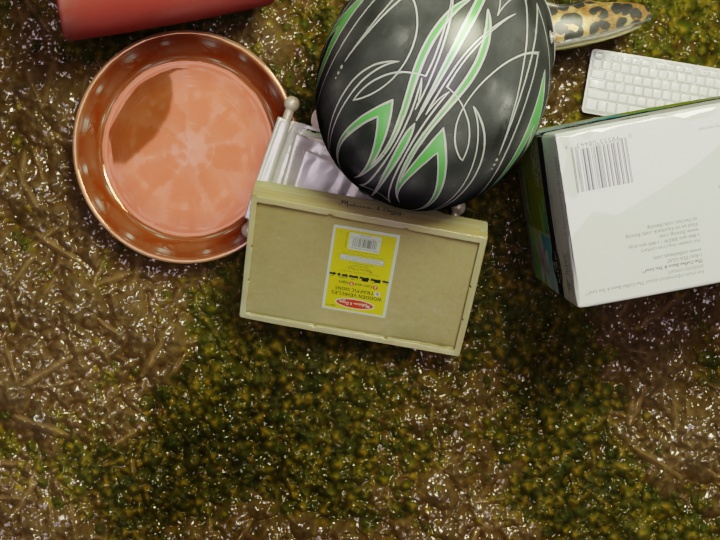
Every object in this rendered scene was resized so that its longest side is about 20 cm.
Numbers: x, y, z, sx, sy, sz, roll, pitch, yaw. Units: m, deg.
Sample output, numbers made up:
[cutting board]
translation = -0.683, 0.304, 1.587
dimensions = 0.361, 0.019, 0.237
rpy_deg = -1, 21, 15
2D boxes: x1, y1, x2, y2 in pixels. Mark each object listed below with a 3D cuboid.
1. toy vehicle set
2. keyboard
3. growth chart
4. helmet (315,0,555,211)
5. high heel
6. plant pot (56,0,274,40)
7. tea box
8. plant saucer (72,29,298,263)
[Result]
[toy vehicle set]
translation = 0.000, 0.000, 0.951
dimensions = 0.197, 0.027, 0.125
rpy_deg = 10, 124, -1
[keyboard]
translation = 0.299, -0.154, 1.000
dimensions = 0.197, 0.011, 0.057
rpy_deg = 9, 92, -1
[growth chart]
translation = -0.003, -0.052, 0.980
dimensions = 0.198, 0.018, 0.146
rpy_deg = 28, 90, -13
[helmet]
translation = 0.057, -0.148, 0.875
dimensions = 0.197, 0.191, 0.203
rpy_deg = 0, 88, -6
[high heel]
translation = 0.146, -0.260, 0.962
dimensions = 0.197, 0.071, 0.145
rpy_deg = -5, 98, 9
[plant pot]
translation = -0.157, -0.291, 0.911
dimensions = 0.175, 0.200, 0.203
rpy_deg = -2, 92, -9
[tea box]
translation = 0.241, -0.063, 0.908
dimensions = 0.197, 0.197, 0.136
rpy_deg = -10, 96, -1
[plant saucer]
translation = -0.152, -0.108, 0.988
dimensions = 0.197, 0.032, 0.203
rpy_deg = 0, 93, -1
